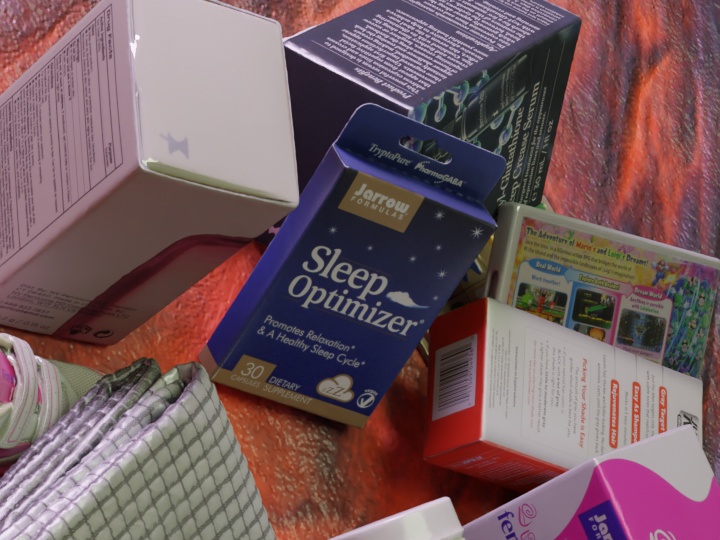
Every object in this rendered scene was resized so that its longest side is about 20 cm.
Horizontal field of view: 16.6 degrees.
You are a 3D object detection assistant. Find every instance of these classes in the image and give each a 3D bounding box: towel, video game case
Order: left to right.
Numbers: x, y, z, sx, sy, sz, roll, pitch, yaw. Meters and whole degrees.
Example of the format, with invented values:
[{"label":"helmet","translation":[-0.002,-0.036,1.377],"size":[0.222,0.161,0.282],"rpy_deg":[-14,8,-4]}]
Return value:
[{"label":"towel","translation":[-0.135,0.166,1.344],"size":[0.200,0.085,0.166],"rpy_deg":[-45,127,-43]},{"label":"video game case","translation":[0.157,0.062,1.690],"size":[0.199,0.024,0.183],"rpy_deg":[14,86,-36]}]

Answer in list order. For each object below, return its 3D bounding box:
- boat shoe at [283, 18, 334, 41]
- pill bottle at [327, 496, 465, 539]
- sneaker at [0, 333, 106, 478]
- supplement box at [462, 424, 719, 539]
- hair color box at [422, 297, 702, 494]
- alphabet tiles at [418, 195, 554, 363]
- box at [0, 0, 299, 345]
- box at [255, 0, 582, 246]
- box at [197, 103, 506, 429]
[{"label":"boat shoe","translation":[-0.062,-0.118,1.635],"size":[0.065,0.074,0.200],"rpy_deg":[46,40,18]},{"label":"pill bottle","translation":[0.047,0.234,1.377],"size":[0.109,0.109,0.201],"rpy_deg":[-15,83,-46]},{"label":"sneaker","translation":[-0.204,0.077,1.364],"size":[0.200,0.088,0.082],"rpy_deg":[2,65,-42]},{"label":"supplement box","translation":[0.129,0.184,1.519],"size":[0.103,0.200,0.101],"rpy_deg":[-12,74,-45]},{"label":"hair color box","translation":[0.135,0.097,1.607],"size":[0.200,0.061,0.102],"rpy_deg":[21,61,-34]},{"label":"alphabet tiles","translation":[0.082,-0.010,1.736],"size":[0.200,0.008,0.168],"rpy_deg":[-28,86,-48]},{"label":"box","translation":[-0.138,-0.059,1.423],"size":[0.109,0.200,0.128],"rpy_deg":[14,57,-35]},{"label":"box","translation":[0.038,-0.095,1.618],"size":[0.107,0.149,0.200],"rpy_deg":[29,38,27]},{"label":"box","translation":[0.000,0.000,1.523],"size":[0.121,0.200,0.032],"rpy_deg":[20,23,-32]}]
